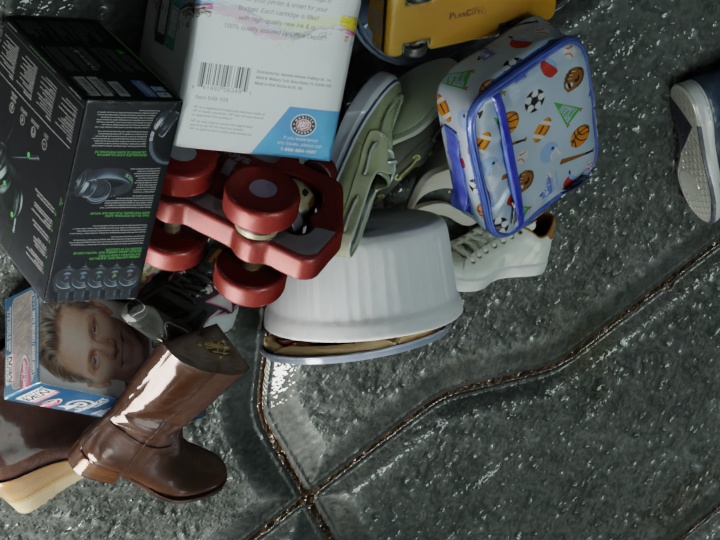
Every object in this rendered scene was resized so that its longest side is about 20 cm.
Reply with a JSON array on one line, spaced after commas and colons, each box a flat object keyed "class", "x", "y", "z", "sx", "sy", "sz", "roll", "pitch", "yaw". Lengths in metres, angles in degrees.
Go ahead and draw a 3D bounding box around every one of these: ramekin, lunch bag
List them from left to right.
[{"class": "ramekin", "x": 0.000, "y": 0.000, "z": 1.671, "sx": 0.200, "sy": 0.200, "sz": 0.098, "roll": -11, "pitch": 103, "yaw": -32}, {"class": "lunch bag", "x": 0.149, "y": -0.130, "z": 1.610, "sx": 0.160, "sy": 0.075, "sz": 0.200, "roll": -37, "pitch": 139, "yaw": -19}]

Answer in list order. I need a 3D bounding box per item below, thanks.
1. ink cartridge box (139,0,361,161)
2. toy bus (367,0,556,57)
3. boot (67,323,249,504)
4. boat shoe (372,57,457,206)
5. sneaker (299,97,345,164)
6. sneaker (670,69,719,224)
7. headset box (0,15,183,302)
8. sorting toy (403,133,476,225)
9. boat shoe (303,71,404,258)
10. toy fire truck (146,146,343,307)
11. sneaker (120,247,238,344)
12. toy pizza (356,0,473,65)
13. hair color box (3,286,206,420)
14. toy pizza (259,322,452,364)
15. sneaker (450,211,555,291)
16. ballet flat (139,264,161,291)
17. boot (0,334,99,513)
[{"class": "ink cartridge box", "x": -0.096, "y": -0.215, "z": 1.443, "sx": 0.146, "sy": 0.146, "sz": 0.201, "roll": 5, "pitch": 108, "yaw": -24}, {"class": "toy bus", "x": 0.094, "y": -0.257, "z": 1.580, "sx": 0.199, "sy": 0.078, "sz": 0.065, "roll": -16, "pitch": 129, "yaw": -26}, {"class": "boot", "x": -0.151, "y": 0.133, "z": 1.577, "sx": 0.186, "sy": 0.064, "sz": 0.200, "roll": 11, "pitch": 131, "yaw": -43}, {"class": "boat shoe", "x": 0.040, "y": -0.131, "z": 1.669, "sx": 0.060, "sy": 0.072, "sz": 0.202, "roll": 25, "pitch": 125, "yaw": -39}, {"class": "sneaker", "x": -0.050, "y": -0.176, "z": 1.601, "sx": 0.086, "sy": 0.080, "sz": 0.201, "roll": -19, "pitch": 134, "yaw": -53}, {"class": "sneaker", "x": 0.446, "y": -0.159, "z": 1.990, "sx": 0.146, "sy": 0.077, "sz": 0.203, "roll": -27, "pitch": 132, "yaw": -16}, {"class": "headset box", "x": -0.246, "y": -0.089, "z": 1.433, "sx": 0.092, "sy": 0.174, "sz": 0.201, "roll": -2, "pitch": 120, "yaw": -36}, {"class": "sorting toy", "x": 0.115, "y": -0.114, "z": 1.759, "sx": 0.199, "sy": 0.107, "sz": 0.180, "roll": -5, "pitch": 134, "yaw": -45}, {"class": "boat shoe", "x": 0.002, "y": -0.096, "z": 1.595, "sx": 0.072, "sy": 0.062, "sz": 0.201, "roll": 82, "pitch": 31, "yaw": -67}, {"class": "toy fire truck", "x": -0.101, "y": -0.071, "z": 1.498, "sx": 0.168, "sy": 0.199, "sz": 0.112, "roll": -52, "pitch": 160, "yaw": -45}, {"class": "sneaker", "x": -0.160, "y": 0.017, "z": 1.606, "sx": 0.087, "sy": 0.080, "sz": 0.200, "roll": -61, "pitch": 174, "yaw": 16}, {"class": "toy pizza", "x": 0.068, "y": -0.293, "z": 1.624, "sx": 0.199, "sy": 0.032, "sz": 0.201, "roll": -18, "pitch": 129, "yaw": -24}, {"class": "hair color box", "x": -0.240, "y": 0.084, "z": 1.608, "sx": 0.060, "sy": 0.101, "sz": 0.199, "roll": -23, "pitch": 153, "yaw": 40}, {"class": "toy pizza", "x": -0.006, "y": 0.058, "z": 1.724, "sx": 0.199, "sy": 0.200, "sz": 0.032, "roll": -14, "pitch": 100, "yaw": -30}, {"class": "sneaker", "x": 0.138, "y": -0.033, "z": 1.848, "sx": 0.199, "sy": 0.073, "sz": 0.085, "roll": -13, "pitch": 129, "yaw": -45}, {"class": "ballet flat", "x": -0.176, "y": -0.045, "z": 1.601, "sx": 0.200, "sy": 0.076, "sz": 0.064, "roll": -36, "pitch": 146, "yaw": 1}, {"class": "boot", "x": -0.292, "y": 0.123, "z": 1.624, "sx": 0.200, "sy": 0.072, "sz": 0.167, "roll": -39, "pitch": 128, "yaw": -23}]
